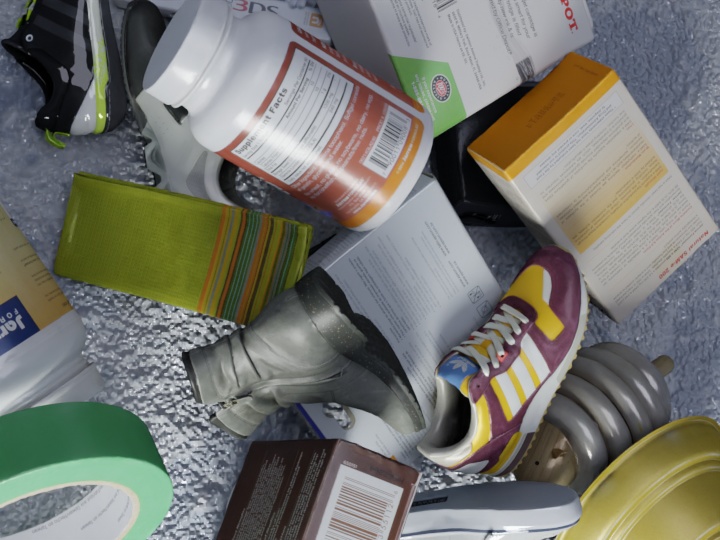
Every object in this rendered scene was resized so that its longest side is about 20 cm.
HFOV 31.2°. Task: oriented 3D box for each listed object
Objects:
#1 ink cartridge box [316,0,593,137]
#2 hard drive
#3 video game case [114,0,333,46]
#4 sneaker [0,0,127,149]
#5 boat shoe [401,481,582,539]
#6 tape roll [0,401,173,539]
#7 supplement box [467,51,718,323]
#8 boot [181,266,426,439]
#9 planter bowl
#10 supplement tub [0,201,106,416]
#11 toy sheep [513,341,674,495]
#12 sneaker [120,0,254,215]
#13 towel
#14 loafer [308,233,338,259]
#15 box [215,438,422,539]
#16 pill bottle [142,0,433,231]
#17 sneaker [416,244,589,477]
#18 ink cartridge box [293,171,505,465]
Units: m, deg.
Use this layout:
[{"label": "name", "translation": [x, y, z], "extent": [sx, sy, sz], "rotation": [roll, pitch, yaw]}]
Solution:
[{"label": "ink cartridge box", "translation": [0.080, -0.215, 1.068], "extent": [0.200, 0.084, 0.146], "rotation": [-33, 112, -25]}, {"label": "hard drive", "translation": [0.161, -0.108, 1.166], "extent": [0.200, 0.042, 0.135], "rotation": [-2, 83, -22]}, {"label": "video game case", "translation": [-0.095, -0.297, 1.078], "extent": [0.182, 0.023, 0.200], "rotation": [11, 77, -3]}, {"label": "sneaker", "translation": [-0.240, -0.197, 1.005], "extent": [0.083, 0.072, 0.200], "rotation": [-12, 86, -22]}, {"label": "boat shoe", "translation": [0.081, 0.224, 1.030], "extent": [0.202, 0.075, 0.086], "rotation": [-10, 98, 13]}, {"label": "tape roll", "translation": [-0.230, 0.168, 0.885], "extent": [0.200, 0.200, 0.048], "rotation": [-17, 58, -23]}, {"label": "supplement box", "translation": [0.201, -0.069, 1.103], "extent": [0.126, 0.074, 0.200], "rotation": [-43, 121, -2]}, {"label": "boot", "translation": [-0.042, 0.085, 0.964], "extent": [0.131, 0.068, 0.200], "rotation": [-32, 136, 7]}, {"label": "planter bowl", "translation": [0.258, 0.224, 1.068], "extent": [0.200, 0.200, 0.083], "rotation": [-24, 46, -26]}, {"label": "supplement tub", "translation": [-0.286, 0.033, 0.912], "extent": [0.144, 0.144, 0.200], "rotation": [-36, 95, -22]}, {"label": "toy sheep", "translation": [0.203, 0.129, 1.104], "extent": [0.200, 0.138, 0.138], "rotation": [-34, 95, -36]}, {"label": "sneaker", "translation": [-0.131, -0.122, 1.021], "extent": [0.088, 0.074, 0.200], "rotation": [-13, 94, 13]}, {"label": "towel", "translation": [-0.138, -0.015, 0.980], "extent": [0.200, 0.018, 0.086], "rotation": [14, 89, 15]}, {"label": "loafer", "translation": [0.000, 0.000, 1.071], "extent": [0.200, 0.068, 0.070], "rotation": [-30, 84, -26]}, {"label": "box", "translation": [-0.038, 0.183, 0.957], "extent": [0.075, 0.200, 0.100], "rotation": [25, 74, -19]}, {"label": "pill bottle", "translation": [-0.054, -0.120, 0.955], "extent": [0.200, 0.112, 0.112], "rotation": [29, 72, -22]}, {"label": "sneaker", "translation": [0.113, 0.070, 1.030], "extent": [0.090, 0.075, 0.200], "rotation": [15, 96, -37]}, {"label": "ink cartridge box", "translation": [0.025, 0.055, 1.046], "extent": [0.200, 0.041, 0.200], "rotation": [-40, 119, -13]}]
